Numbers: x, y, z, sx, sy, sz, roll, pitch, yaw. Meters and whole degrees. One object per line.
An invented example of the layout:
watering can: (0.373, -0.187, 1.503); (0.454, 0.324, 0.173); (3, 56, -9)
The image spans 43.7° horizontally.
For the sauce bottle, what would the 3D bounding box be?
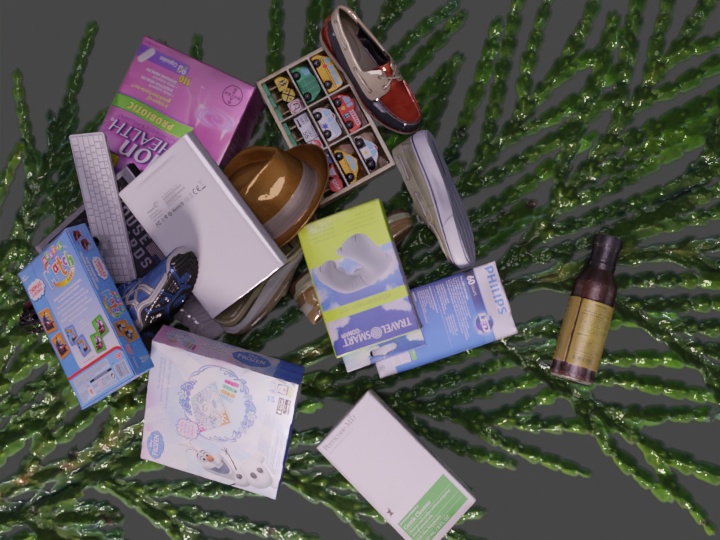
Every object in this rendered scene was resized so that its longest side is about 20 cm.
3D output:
sauce bottle: (0.313, 0.052, 1.220); (0.064, 0.065, 0.203); (18, 86, 4)

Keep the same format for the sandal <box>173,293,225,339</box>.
sandal: (-0.262, 0.013, 1.256); (0.082, 0.050, 0.204); (-37, 96, 13)

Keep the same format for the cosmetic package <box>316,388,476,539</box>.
cosmetic package: (0.047, 0.266, 1.200); (0.200, 0.085, 0.108); (43, 88, 4)

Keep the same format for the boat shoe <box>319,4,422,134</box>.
boat shoe: (0.020, -0.279, 1.251); (0.071, 0.062, 0.201); (-40, 91, -29)

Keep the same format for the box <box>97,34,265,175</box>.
box: (-0.256, -0.189, 1.248); (0.174, 0.097, 0.203); (25, 86, 4)

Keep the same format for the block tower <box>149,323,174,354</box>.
block tower: (-0.243, 0.117, 1.239); (0.197, 0.054, 0.059); (24, 85, 4)

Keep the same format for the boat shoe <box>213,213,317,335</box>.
boat shoe: (-0.129, 0.000, 1.238); (0.074, 0.069, 0.201); (35, 77, 26)

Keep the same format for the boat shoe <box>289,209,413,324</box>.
boat shoe: (0.000, 0.000, 1.232); (0.199, 0.072, 0.077); (-38, 71, 8)

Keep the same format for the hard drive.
hard drive: (-0.201, -0.056, 1.144); (0.131, 0.027, 0.201); (-34, 96, 21)

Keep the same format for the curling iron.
curling iron: (-0.410, 0.019, 1.228); (0.200, 0.025, 0.050); (-44, 80, 26)

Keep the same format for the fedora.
fedora: (-0.134, -0.107, 1.193); (0.202, 0.200, 0.082); (-51, 128, -3)

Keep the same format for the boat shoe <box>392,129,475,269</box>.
boat shoe: (0.104, -0.094, 1.250); (0.061, 0.072, 0.203); (-23, 80, 24)

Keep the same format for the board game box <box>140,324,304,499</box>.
board game box: (-0.185, 0.189, 1.184); (0.195, 0.044, 0.203); (16, 120, 3)

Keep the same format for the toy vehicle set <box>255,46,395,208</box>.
toy vehicle set: (-0.050, -0.206, 1.278); (0.123, 0.027, 0.202); (-28, 84, -1)

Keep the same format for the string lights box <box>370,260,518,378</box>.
string lights box: (0.105, 0.068, 1.229); (0.197, 0.059, 0.105); (-18, 84, 0)

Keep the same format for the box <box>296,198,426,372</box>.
box: (0.002, 0.021, 1.178); (0.120, 0.048, 0.203); (-18, 88, 7)

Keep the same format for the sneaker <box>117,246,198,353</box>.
sneaker: (-0.278, 0.037, 1.154); (0.077, 0.075, 0.200); (49, 119, 15)

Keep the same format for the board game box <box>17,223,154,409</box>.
board game box: (-0.358, 0.062, 1.158); (0.150, 0.036, 0.202); (-29, 88, 41)

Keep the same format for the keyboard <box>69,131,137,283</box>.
keyboard: (-0.338, -0.080, 1.181); (0.055, 0.011, 0.204); (-3, 107, 17)

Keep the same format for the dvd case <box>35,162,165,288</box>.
dvd case: (-0.331, -0.028, 1.217); (0.199, 0.025, 0.151); (-35, 96, 24)
